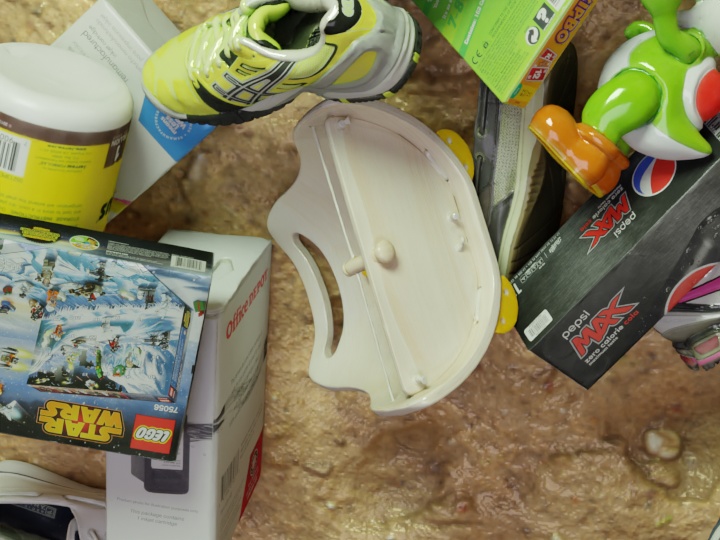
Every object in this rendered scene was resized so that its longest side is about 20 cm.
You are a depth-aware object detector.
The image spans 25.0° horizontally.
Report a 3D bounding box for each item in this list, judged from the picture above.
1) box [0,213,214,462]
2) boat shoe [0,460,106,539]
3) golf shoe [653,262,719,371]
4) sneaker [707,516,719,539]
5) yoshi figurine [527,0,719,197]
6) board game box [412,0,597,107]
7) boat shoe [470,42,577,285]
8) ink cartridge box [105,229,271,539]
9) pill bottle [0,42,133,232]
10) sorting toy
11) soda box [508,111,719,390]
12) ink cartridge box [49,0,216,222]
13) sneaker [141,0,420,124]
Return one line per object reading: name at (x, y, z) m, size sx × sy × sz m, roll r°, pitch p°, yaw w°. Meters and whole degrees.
box at (-0.200, 0.038, 1.018) m, size 0.198 × 0.040 × 0.138 m, roll 11°, pitch 114°, yaw -8°
boat shoe at (-0.211, 0.206, 1.254) m, size 0.198 × 0.065 × 0.074 m, roll 10°, pitch 113°, yaw 7°
golf shoe at (0.268, -0.020, 1.069) m, size 0.200 × 0.073 × 0.092 m, roll -40°, pitch 98°, yaw 22°
sneaker at (0.272, 0.142, 1.083) m, size 0.077 × 0.146 × 0.203 m, roll 34°, pitch 87°, yaw -8°
yoshi figurine at (0.182, -0.148, 0.995) m, size 0.200 × 0.113 × 0.112 m, roll -45°, pitch 125°, yaw 7°
board game box at (0.068, -0.198, 1.005) m, size 0.096 × 0.030 × 0.200 m, roll -56°, pitch 51°, yaw 24°
boat shoe at (0.099, -0.063, 1.092) m, size 0.066 × 0.072 × 0.203 m, roll 21°, pitch 118°, yaw 27°
ink cartridge box at (-0.121, 0.088, 1.147) m, size 0.082 × 0.145 × 0.202 m, roll 7°, pitch 113°, yaw 9°
pill bottle at (-0.220, -0.038, 1.063) m, size 0.108 × 0.109 × 0.202 m, roll 20°, pitch 115°, yaw 3°
sorting toy at (0.000, 0.000, 1.091) m, size 0.179 × 0.106 × 0.202 m, roll -23°, pitch 81°, yaw 52°
soda box at (0.185, -0.021, 1.048) m, size 0.071 × 0.064 × 0.200 m, roll 32°, pitch 109°, yaw -36°
ink cartridge box at (-0.198, -0.092, 1.134) m, size 0.200 × 0.067 × 0.116 m, roll -39°, pitch 100°, yaw 22°
sneaker at (-0.061, -0.141, 0.990) m, size 0.198 × 0.076 × 0.076 m, roll -8°, pitch 67°, yaw 34°
